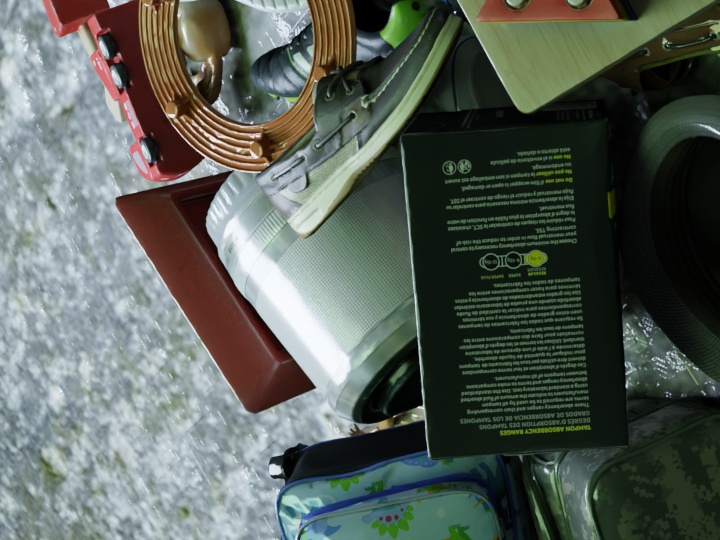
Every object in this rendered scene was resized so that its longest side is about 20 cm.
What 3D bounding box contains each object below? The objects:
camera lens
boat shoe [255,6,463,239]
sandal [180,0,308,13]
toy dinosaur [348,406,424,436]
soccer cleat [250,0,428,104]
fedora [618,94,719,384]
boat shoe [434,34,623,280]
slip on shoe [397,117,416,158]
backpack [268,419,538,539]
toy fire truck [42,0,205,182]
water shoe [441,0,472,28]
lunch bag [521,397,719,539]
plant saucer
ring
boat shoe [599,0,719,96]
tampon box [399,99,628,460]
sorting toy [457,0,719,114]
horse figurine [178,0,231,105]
[{"bbox_3d":[0.000,0.000,1.541,0.200,0.160,0.160,51,146,18],"label":"camera lens"},{"bbox_3d":[-0.005,-0.104,1.389,0.065,0.073,0.200,36,120,-5],"label":"boat shoe"},{"bbox_3d":[-0.081,-0.239,1.584,0.202,0.050,0.083,11,97,41],"label":"sandal"},{"bbox_3d":[0.046,0.111,1.670,0.106,0.061,0.200,33,156,-27],"label":"toy dinosaur"},{"bbox_3d":[-0.014,-0.169,1.524,0.199,0.067,0.081,1,123,47],"label":"soccer cleat"},{"bbox_3d":[0.245,-0.029,1.236,0.177,0.090,0.201,46,150,27],"label":"fedora"},{"bbox_3d":[0.121,-0.074,1.410,0.065,0.074,0.201,-12,113,54],"label":"boat shoe"},{"bbox_3d":[0.078,-0.009,1.404,0.076,0.061,0.201,-8,116,58],"label":"slip on shoe"},{"bbox_3d":[0.040,0.220,1.466,0.147,0.182,0.201,-72,-33,-73],"label":"backpack"},{"bbox_3d":[-0.199,-0.164,1.736,0.201,0.049,0.141,68,160,-2],"label":"toy fire truck"},{"bbox_3d":[0.061,-0.197,1.395,0.200,0.071,0.079,6,122,55],"label":"water shoe"},{"bbox_3d":[0.195,0.190,1.437,0.168,0.139,0.201,18,128,70],"label":"lunch bag"},{"bbox_3d":[-0.077,0.002,1.646,0.037,0.200,0.200,-39,79,31],"label":"plant saucer"},{"bbox_3d":[-0.086,-0.168,1.470,0.200,0.019,0.202,11,109,36],"label":"ring"},{"bbox_3d":[0.169,-0.139,1.281,0.200,0.072,0.068,-23,93,58],"label":"boat shoe"},{"bbox_3d":[0.099,0.002,1.301,0.150,0.125,0.201,-62,-32,-79],"label":"tampon box"},{"bbox_3d":[0.122,-0.223,1.185,0.198,0.070,0.201,-31,84,20],"label":"sorting toy"},{"bbox_3d":[-0.154,-0.218,1.706,0.132,0.050,0.201,-17,98,63],"label":"horse figurine"}]
